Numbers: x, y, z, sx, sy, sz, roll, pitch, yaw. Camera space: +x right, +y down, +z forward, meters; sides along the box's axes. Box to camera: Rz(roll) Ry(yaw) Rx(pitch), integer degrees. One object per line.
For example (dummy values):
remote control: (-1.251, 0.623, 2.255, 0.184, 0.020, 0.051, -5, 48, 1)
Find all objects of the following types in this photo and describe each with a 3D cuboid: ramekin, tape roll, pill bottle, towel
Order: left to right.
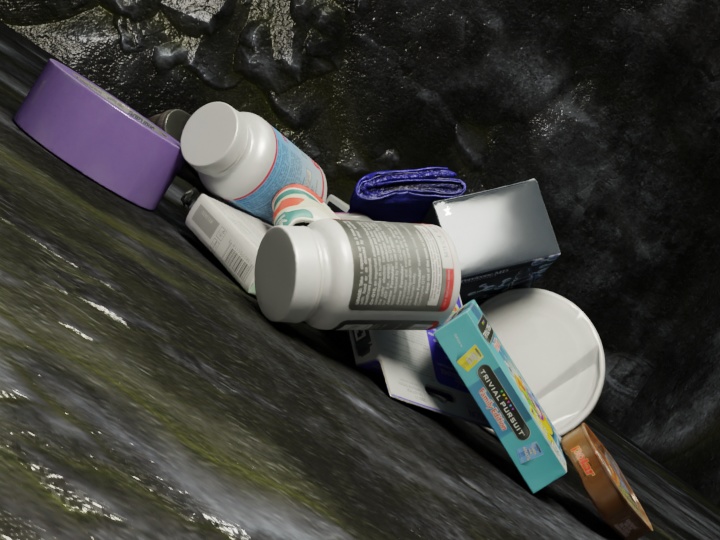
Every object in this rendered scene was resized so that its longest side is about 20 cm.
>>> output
tape roll: (-0.308, -0.162, 1.469, 0.199, 0.086, 0.200, 35, 2, -1)
pill bottle: (-0.130, -0.124, 1.499, 0.108, 0.109, 0.200, 35, -1, 35)
pill bottle: (-0.004, 0.005, 1.284, 0.197, 0.116, 0.114, 2, 20, -32)
towel: (0.051, -0.083, 1.629, 0.145, 0.050, 0.200, -2, -18, -8)
ramekin: (0.223, 0.134, 1.620, 0.201, 0.203, 0.094, 34, -9, 19)

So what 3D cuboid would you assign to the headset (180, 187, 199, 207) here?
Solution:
headset: (-0.163, -0.057, 1.749, 0.201, 0.094, 0.124, 50, 3, 1)

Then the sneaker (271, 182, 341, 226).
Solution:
sneaker: (-0.023, -0.021, 1.462, 0.198, 0.070, 0.094, 32, 27, -19)

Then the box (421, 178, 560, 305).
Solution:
box: (0.155, -0.021, 1.616, 0.200, 0.146, 0.109, 114, -39, -68)

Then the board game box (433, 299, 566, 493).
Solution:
board game box: (0.158, 0.135, 1.368, 0.202, 0.047, 0.151, 58, 9, 1)

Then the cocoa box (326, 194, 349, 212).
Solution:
cocoa box: (0.003, -0.011, 1.994, 0.131, 0.134, 0.200, 32, 3, -36)

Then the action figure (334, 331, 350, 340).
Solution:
action figure: (-0.054, 0.031, 1.529, 0.199, 0.055, 0.118, 40, 3, 27)

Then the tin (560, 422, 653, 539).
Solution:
tin: (0.282, 0.246, 1.401, 0.113, 0.042, 0.200, 60, 8, 35)

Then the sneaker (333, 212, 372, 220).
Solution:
sneaker: (0.000, 0.000, 1.632, 0.079, 0.090, 0.200, 0, -22, 22)

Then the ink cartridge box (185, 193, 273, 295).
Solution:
ink cartridge box: (-0.093, -0.007, 1.448, 0.199, 0.050, 0.161, 26, 12, -46)

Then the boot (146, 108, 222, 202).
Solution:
boot: (-0.264, -0.154, 1.667, 0.172, 0.070, 0.200, 1, -37, 41)

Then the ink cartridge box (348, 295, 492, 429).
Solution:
ink cartridge box: (0.063, 0.086, 1.414, 0.197, 0.043, 0.202, 23, 42, -43)
